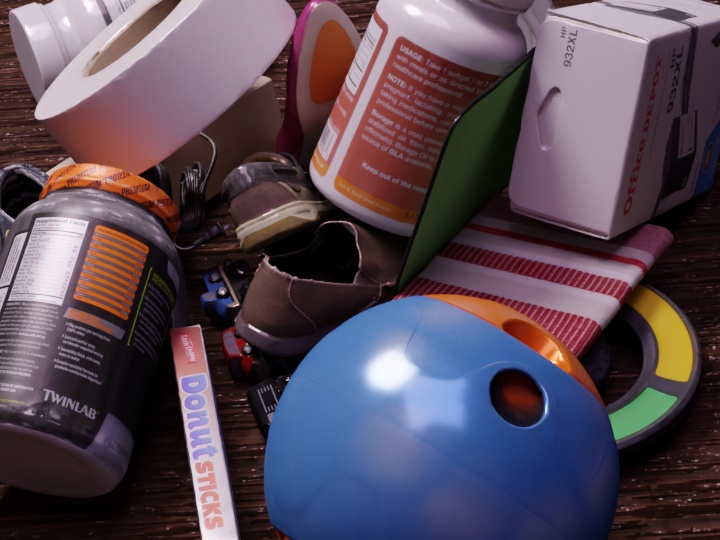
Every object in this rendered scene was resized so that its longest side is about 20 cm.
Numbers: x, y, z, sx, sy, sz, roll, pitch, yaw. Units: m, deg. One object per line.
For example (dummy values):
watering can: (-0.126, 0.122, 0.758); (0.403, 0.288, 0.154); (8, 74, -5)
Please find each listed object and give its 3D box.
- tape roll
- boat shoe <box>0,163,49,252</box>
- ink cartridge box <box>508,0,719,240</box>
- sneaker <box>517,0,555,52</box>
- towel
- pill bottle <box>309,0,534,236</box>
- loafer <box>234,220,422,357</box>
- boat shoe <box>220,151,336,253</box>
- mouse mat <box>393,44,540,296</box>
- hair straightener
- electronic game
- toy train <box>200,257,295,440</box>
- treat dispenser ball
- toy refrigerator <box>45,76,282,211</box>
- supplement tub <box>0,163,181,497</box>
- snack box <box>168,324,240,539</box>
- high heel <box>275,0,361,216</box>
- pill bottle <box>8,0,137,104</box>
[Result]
tape roll: (-0.146, -0.154, 1.176); (0.202, 0.071, 0.203); (-35, 22, 16)
boat shoe: (-0.230, 0.004, 1.155); (0.071, 0.091, 0.200); (-21, 41, -17)
ink cartridge box: (0.199, -0.118, 1.146); (0.084, 0.146, 0.200); (20, 23, 28)
sneaker: (0.128, -0.149, 1.226); (0.087, 0.200, 0.074); (-47, 33, -9)
towel: (0.113, 0.012, 1.091); (0.144, 0.023, 0.200); (13, 37, 29)
pill bottle: (0.049, -0.134, 1.114); (0.112, 0.200, 0.112); (21, 24, -10)
loafer: (0.000, 0.000, 1.117); (0.073, 0.071, 0.200); (32, 38, 30)
boat shoe: (-0.063, -0.057, 1.156); (0.072, 0.066, 0.201); (-21, 5, 5)
mouse mat: (0.088, -0.082, 1.109); (0.008, 0.161, 0.200); (31, 41, 16)
hair straightener: (-0.131, -0.028, 1.170); (0.077, 0.041, 0.201); (-7, 57, 10)
electronic game: (0.131, 0.060, 1.070); (0.199, 0.042, 0.200); (-4, 39, 3)
toy train: (-0.075, 0.057, 1.116); (0.046, 0.034, 0.200); (-24, 41, -4)
treat dispenser ball: (0.045, 0.114, 0.890); (0.200, 0.201, 0.201); (-4, 39, 3)
toy refrigerator: (-0.157, -0.087, 1.278); (0.076, 0.070, 0.200); (18, 44, 38)
supplement tub: (-0.190, 0.038, 1.041); (0.122, 0.123, 0.201); (5, 60, 15)
snack box: (-0.096, 0.124, 1.001); (0.024, 0.072, 0.200); (-11, 39, -6)
high heel: (-0.042, -0.140, 1.218); (0.067, 0.200, 0.096); (-30, 50, -18)
pill bottle: (-0.204, -0.218, 1.408); (0.199, 0.116, 0.116); (-22, 41, -17)
